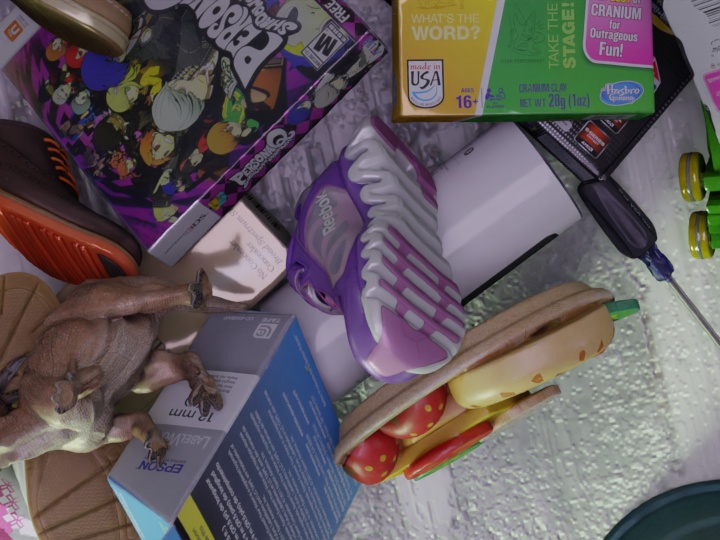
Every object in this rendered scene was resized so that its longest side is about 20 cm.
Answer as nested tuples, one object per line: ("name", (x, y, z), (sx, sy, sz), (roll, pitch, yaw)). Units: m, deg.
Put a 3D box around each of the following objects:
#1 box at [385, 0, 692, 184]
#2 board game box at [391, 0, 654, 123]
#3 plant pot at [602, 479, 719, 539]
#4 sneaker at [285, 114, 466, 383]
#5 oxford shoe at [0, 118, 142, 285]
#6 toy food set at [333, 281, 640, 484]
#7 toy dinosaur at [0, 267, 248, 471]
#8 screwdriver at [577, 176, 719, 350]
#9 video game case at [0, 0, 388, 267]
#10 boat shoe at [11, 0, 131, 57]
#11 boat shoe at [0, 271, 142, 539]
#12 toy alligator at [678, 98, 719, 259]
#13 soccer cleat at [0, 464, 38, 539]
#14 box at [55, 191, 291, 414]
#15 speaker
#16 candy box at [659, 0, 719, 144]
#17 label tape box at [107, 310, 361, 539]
("box", (0.123, -0.178, 0.935), (0.200, 0.044, 0.160), (42, 87, -4))
("board game box", (0.092, -0.189, 0.890), (0.152, 0.040, 0.202), (-2, 90, -5))
("plant pot", (0.240, 0.248, 0.915), (0.198, 0.196, 0.202), (0, 97, 0))
("sneaker", (0.000, 0.000, 0.853), (0.088, 0.201, 0.081), (-33, 122, 18))
("oxford shoe", (-0.197, -0.052, 0.915), (0.199, 0.071, 0.073), (27, 65, 27))
("toy food set", (0.074, 0.069, 0.901), (0.199, 0.198, 0.049), (-35, 78, 19))
("toy dinosaur", (-0.154, 0.048, 0.827), (0.135, 0.200, 0.086), (10, 131, 37))
("screwdriver", (0.207, 0.017, 0.977), (0.028, 0.029, 0.200), (-38, 97, 5))
("video game case", (-0.110, -0.134, 0.911), (0.181, 0.036, 0.200), (-44, 64, 5))
("boat shoe", (-0.201, -0.197, 0.905), (0.200, 0.071, 0.065), (37, 84, 24))
("boat shoe", (-0.171, 0.098, 0.889), (0.070, 0.069, 0.202), (-19, 88, -15))
("toy alligator", (0.229, -0.072, 0.939), (0.059, 0.054, 0.202), (-3, 114, 24))
("soccer cleat", (-0.167, 0.167, 0.931), (0.086, 0.070, 0.200), (-42, 92, 0))
("box", (-0.136, 0.027, 0.954), (0.095, 0.078, 0.200), (45, 95, -4))
("speaker", (0.035, -0.006, 0.947), (0.199, 0.081, 0.081), (-37, 95, 4))
("candy box", (0.263, -0.128, 0.879), (0.071, 0.168, 0.201), (-14, 106, 44))
("label tape box", (-0.080, 0.142, 0.867), (0.066, 0.201, 0.144), (4, 133, 29))
